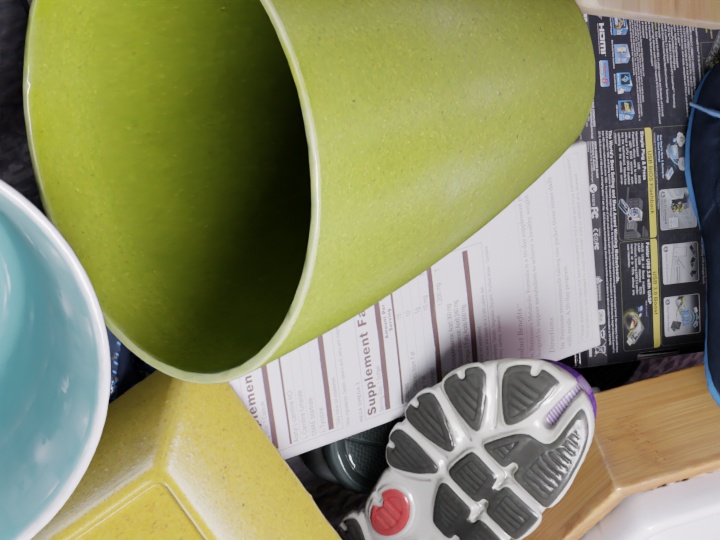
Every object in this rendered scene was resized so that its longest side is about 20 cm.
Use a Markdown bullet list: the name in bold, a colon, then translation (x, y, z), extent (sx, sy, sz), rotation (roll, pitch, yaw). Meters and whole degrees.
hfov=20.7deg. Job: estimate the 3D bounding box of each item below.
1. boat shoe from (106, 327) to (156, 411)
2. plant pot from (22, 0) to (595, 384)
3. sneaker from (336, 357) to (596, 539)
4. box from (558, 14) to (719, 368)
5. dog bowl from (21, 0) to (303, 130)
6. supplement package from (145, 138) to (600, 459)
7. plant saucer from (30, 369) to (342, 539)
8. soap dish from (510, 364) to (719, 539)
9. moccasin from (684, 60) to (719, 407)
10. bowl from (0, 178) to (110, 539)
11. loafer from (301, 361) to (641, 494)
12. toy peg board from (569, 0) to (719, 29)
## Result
- **boat shoe**: translation (-0.128, 0.056, 0.918), extent (0.068, 0.084, 0.201), rotation (13, 115, -17)
- **plant pot**: translation (-0.004, -0.069, 0.810), extent (0.200, 0.187, 0.188), rotation (-16, 115, -40)
- **sneaker**: translation (0.053, 0.096, 0.945), extent (0.081, 0.200, 0.083), rotation (48, 48, 8)
- **box**: translation (0.161, -0.057, 1.033), extent (0.161, 0.049, 0.201), rotation (-7, 94, -26)
- **dog bowl**: translation (-0.052, -0.151, 0.888), extent (0.199, 0.074, 0.201), rotation (-10, 112, -27)
- **supplement package**: translation (0.000, 0.000, 0.945), extent (0.199, 0.114, 0.110), rotation (-18, 116, -24)
- **plant saucer**: translation (-0.095, 0.172, 0.868), extent (0.200, 0.048, 0.200), rotation (-35, 94, 13)
- **soap dish**: translation (0.145, 0.120, 1.029), extent (0.157, 0.081, 0.200), rotation (-13, 157, -28)
- **moccasin**: translation (0.208, -0.024, 0.961), extent (0.080, 0.068, 0.201), rotation (7, 63, -20)
- **bowl**: translation (-0.206, 0.023, 0.820), extent (0.200, 0.105, 0.202), rotation (-3, 113, -8)
- **loafer**: translation (0.057, 0.059, 1.041), extent (0.199, 0.063, 0.072), rotation (-21, 94, -27)
- **toy peg board**: translation (0.172, -0.218, 0.905), extent (0.199, 0.097, 0.201), rotation (-7, 95, -60)
